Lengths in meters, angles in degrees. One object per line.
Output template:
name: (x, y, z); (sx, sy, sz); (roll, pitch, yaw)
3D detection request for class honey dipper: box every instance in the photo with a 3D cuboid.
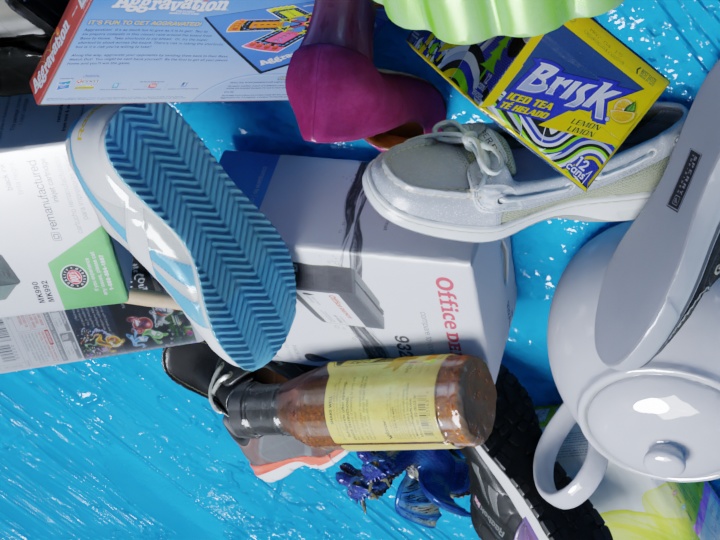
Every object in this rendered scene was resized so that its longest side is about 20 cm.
honey dipper: (-0.150, 0.022, 1.002); (0.198, 0.038, 0.038); (10, 146, -22)

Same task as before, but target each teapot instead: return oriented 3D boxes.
teapot: (0.205, 0.073, 0.870); (0.195, 0.147, 0.201); (5, 140, 19)

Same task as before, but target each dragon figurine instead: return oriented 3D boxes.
dragon figurine: (0.063, 0.177, 1.093); (0.199, 0.100, 0.059); (37, 140, -27)

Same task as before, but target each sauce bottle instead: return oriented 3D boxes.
sauce bottle: (-0.004, 0.093, 0.923); (0.198, 0.066, 0.066); (-4, 136, 30)

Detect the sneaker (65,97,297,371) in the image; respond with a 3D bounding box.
sneaker: (-0.110, -0.023, 0.837); (0.080, 0.076, 0.201); (7, 134, 51)

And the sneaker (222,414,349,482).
sneaker: (-0.052, 0.117, 1.100); (0.082, 0.077, 0.199); (44, 135, -13)

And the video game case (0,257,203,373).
video game case: (-0.228, -0.008, 1.011); (0.180, 0.023, 0.201); (-9, 131, 4)

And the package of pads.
package of pads: (0.204, 0.187, 1.068); (0.153, 0.069, 0.200); (-12, 132, 35)

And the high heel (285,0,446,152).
high heel: (0.002, -0.082, 0.783); (0.067, 0.097, 0.200); (2, 160, 23)

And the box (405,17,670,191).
box: (0.083, -0.107, 0.675); (0.070, 0.200, 0.065); (34, 101, -16)

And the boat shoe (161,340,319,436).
boat shoe: (-0.093, 0.086, 1.054); (0.199, 0.067, 0.073); (14, 115, 37)

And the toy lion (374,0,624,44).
toy lion: (0.050, -0.175, 0.610); (0.198, 0.193, 0.069); (3, 139, 22)

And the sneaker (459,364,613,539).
sneaker: (0.100, 0.158, 0.993); (0.075, 0.201, 0.088); (-7, 148, -40)

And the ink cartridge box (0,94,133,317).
ink cartridge box: (-0.268, -0.042, 0.906); (0.198, 0.085, 0.147); (-8, 132, 2)

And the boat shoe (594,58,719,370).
boat shoe: (0.199, -0.026, 0.763); (0.056, 0.069, 0.202); (14, 112, -21)

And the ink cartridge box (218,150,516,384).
ink cartridge box: (0.000, 0.000, 0.922); (0.198, 0.084, 0.146); (6, 143, 18)

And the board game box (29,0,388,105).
board game box: (-0.078, -0.133, 0.752); (0.198, 0.020, 0.103); (-7, 154, -37)

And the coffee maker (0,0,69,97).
coffee maker: (-0.232, -0.155, 0.810); (0.198, 0.136, 0.193); (-2, 137, 27)

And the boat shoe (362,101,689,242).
boat shoe: (0.099, -0.065, 0.775); (0.200, 0.075, 0.065); (-3, 133, -16)
